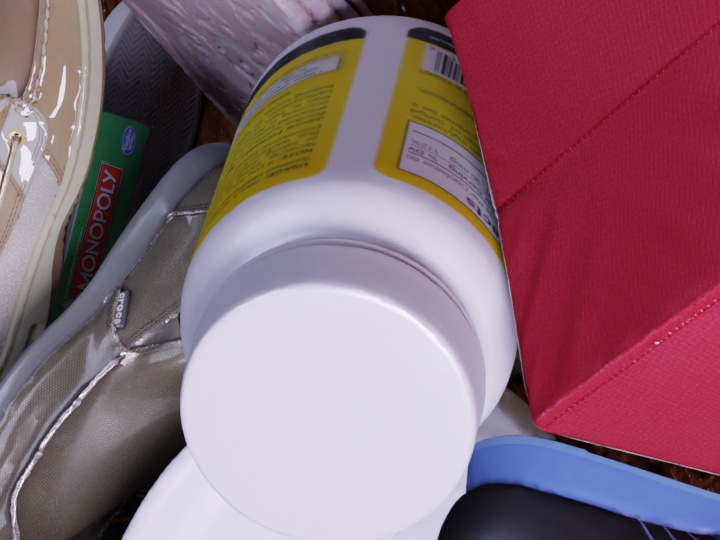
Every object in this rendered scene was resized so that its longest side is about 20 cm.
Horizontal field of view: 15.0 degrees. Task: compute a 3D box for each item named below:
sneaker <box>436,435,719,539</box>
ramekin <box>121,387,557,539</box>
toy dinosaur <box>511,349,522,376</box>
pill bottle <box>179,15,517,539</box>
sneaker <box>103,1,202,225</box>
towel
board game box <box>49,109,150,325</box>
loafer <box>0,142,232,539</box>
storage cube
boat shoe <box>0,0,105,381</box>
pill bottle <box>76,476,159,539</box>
[{"bbox_3d":[0.121,0.115,0.888,0.199,0.070,0.078,12,66,9],"label":"sneaker"},{"bbox_3d":[0.009,0.140,1.004,0.200,0.098,0.201,-15,56,23],"label":"ramekin"},{"bbox_3d":[0.085,-0.049,1.059,0.088,0.047,0.201,9,96,13],"label":"toy dinosaur"},{"bbox_3d":[0.000,0.000,0.941,0.114,0.114,0.200,-44,15,25],"label":"pill bottle"},{"bbox_3d":[-0.147,-0.041,1.302,0.115,0.074,0.201,11,83,45],"label":"sneaker"},{"bbox_3d":[-0.037,-0.093,1.120,0.032,0.200,0.191,-50,43,-11],"label":"towel"},{"bbox_3d":[-0.173,-0.006,1.250,0.200,0.029,0.135,4,78,54],"label":"board game box"},{"bbox_3d":[-0.086,0.043,1.090,0.070,0.075,0.200,29,86,35],"label":"loafer"},{"bbox_3d":[0.160,-0.044,0.890,0.180,0.199,0.172,-39,49,37],"label":"storage cube"},{"bbox_3d":[-0.155,-0.045,1.128,0.074,0.066,0.201,27,110,53],"label":"boat shoe"},{"bbox_3d":[-0.099,0.168,1.135,0.106,0.106,0.200,-48,44,21],"label":"pill bottle"}]
